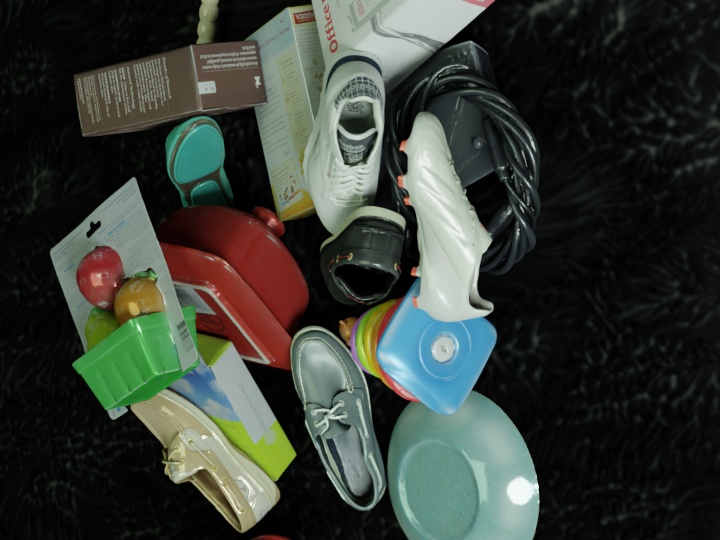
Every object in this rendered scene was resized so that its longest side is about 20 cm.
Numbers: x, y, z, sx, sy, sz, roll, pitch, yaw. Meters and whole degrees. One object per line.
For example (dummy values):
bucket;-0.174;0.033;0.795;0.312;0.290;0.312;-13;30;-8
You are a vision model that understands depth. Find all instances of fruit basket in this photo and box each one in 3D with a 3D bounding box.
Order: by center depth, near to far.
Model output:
fruit basket;-0.243;0.032;1.720;0.185;0.093;0.202;-35;67;43

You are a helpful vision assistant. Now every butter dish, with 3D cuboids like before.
butter dish;-0.134;-0.004;1.782;0.199;0.148;0.200;10;147;44

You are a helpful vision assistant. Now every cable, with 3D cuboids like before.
cable;0.096;-0.093;1.553;0.162;0.051;0.202;13;112;36

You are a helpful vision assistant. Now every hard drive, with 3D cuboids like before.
hard drive;0.063;-0.134;1.637;0.199;0.042;0.136;-22;82;43

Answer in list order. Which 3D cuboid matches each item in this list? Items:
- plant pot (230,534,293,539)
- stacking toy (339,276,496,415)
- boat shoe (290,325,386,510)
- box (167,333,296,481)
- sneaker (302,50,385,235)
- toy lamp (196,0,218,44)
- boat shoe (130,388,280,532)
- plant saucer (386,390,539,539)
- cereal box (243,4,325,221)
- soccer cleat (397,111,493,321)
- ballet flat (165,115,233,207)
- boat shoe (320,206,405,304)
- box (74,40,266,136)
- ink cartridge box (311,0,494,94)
plant pot;-0.133;0.386;1.803;0.199;0.181;0.203;9;103;42
stacking toy;0.031;0.070;1.667;0.110;0.116;0.199;-58;27;-14
boat shoe;-0.021;0.155;1.712;0.072;0.062;0.202;-18;101;3
box;-0.162;0.138;1.817;0.121;0.048;0.201;9;137;42
sneaker;-0.012;-0.107;1.585;0.081;0.075;0.202;-105;14;-52
toy lamp;-0.166;-0.278;1.821;0.058;0.058;0.202;19;112;39
boat shoe;-0.180;0.206;1.810;0.200;0.069;0.074;40;150;1
plant saucer;0.090;0.219;1.668;0.200;0.038;0.204;7;100;42
cereal box;-0.066;-0.162;1.726;0.144;0.039;0.202;-16;85;65
soccer cleat;0.082;-0.049;1.520;0.077;0.069;0.202;2;113;20
ballet flat;-0.182;-0.119;1.801;0.071;0.067;0.201;59;167;29
boat shoe;-0.003;-0.001;1.634;0.201;0.073;0.064;125;157;-70
box;-0.206;-0.194;1.769;0.199;0.100;0.076;-4;96;42
ink cartridge box;0.043;-0.285;1.578;0.200;0.082;0.148;-37;53;39
